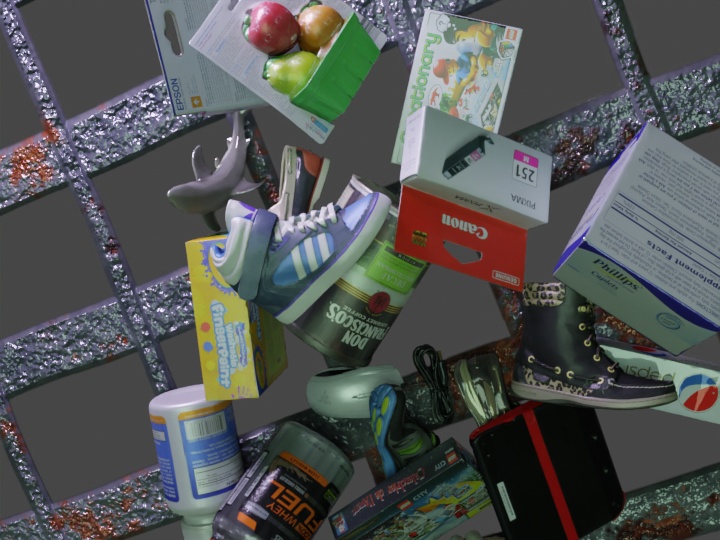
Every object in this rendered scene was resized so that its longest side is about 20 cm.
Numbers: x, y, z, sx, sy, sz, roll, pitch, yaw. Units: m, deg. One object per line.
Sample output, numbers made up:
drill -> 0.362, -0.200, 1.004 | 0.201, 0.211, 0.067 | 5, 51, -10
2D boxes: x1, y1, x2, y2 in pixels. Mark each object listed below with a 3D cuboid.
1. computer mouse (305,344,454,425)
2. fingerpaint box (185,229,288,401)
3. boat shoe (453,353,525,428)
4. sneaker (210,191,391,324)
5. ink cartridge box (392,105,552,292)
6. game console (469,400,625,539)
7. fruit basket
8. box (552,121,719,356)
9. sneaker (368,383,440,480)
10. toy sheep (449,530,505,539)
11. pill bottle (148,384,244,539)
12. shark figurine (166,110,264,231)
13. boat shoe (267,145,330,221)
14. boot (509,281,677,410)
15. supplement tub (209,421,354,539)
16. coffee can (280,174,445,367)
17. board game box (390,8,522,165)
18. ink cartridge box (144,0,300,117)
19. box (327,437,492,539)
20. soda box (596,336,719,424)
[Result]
computer mouse -> 0.021, 0.165, 1.216 | 0.200, 0.044, 0.110 | -9, 97, 9
fingerpaint box -> -0.156, 0.050, 1.164 | 0.073, 0.167, 0.200 | -5, 97, 9
boat shoe -> 0.191, 0.200, 1.182 | 0.073, 0.074, 0.200 | -25, 94, 11
sneaker -> -0.079, -0.047, 1.027 | 0.146, 0.081, 0.200 | 40, 104, -13
ink cartridge box -> 0.139, -0.084, 1.086 | 0.200, 0.044, 0.174 | 17, 69, -27
game console -> 0.244, 0.262, 1.164 | 0.177, 0.031, 0.200 | -23, 100, -12
fruit basket -> -0.086, -0.282, 1.120 | 0.200, 0.094, 0.185 | 32, 68, -11
box -> 0.357, -0.037, 1.066 | 0.184, 0.105, 0.200 | 33, 64, 3
sneaker -> 0.060, 0.215, 1.180 | 0.083, 0.071, 0.200 | -16, 129, -1
toy sheep -> 0.132, 0.421, 1.192 | 0.200, 0.138, 0.138 | -32, 92, -7
pill bottle -> -0.217, 0.264, 1.229 | 0.112, 0.112, 0.200 | -8, 97, 9
shark figurine -> -0.161, -0.136, 1.171 | 0.089, 0.128, 0.215 | 2, 54, 27
boat shoe -> -0.096, -0.067, 1.160 | 0.062, 0.071, 0.200 | 20, 72, -12
boot -> 0.281, 0.089, 1.098 | 0.200, 0.073, 0.151 | 1, 89, 29
supplement tub -> -0.108, 0.308, 1.173 | 0.122, 0.123, 0.200 | 35, 67, 2
coffee can -> 0.000, 0.000, 1.146 | 0.146, 0.146, 0.200 | 32, 100, 3
board game box -> 0.123, -0.221, 1.156 | 0.126, 0.035, 0.200 | 13, 99, 7
ink cartridge box -> -0.173, -0.297, 1.124 | 0.200, 0.043, 0.197 | -16, 95, -33
box -> 0.076, 0.311, 1.190 | 0.200, 0.038, 0.137 | -35, 134, 10
soda box -> 0.391, 0.142, 1.151 | 0.200, 0.064, 0.068 | 13, 98, 7
